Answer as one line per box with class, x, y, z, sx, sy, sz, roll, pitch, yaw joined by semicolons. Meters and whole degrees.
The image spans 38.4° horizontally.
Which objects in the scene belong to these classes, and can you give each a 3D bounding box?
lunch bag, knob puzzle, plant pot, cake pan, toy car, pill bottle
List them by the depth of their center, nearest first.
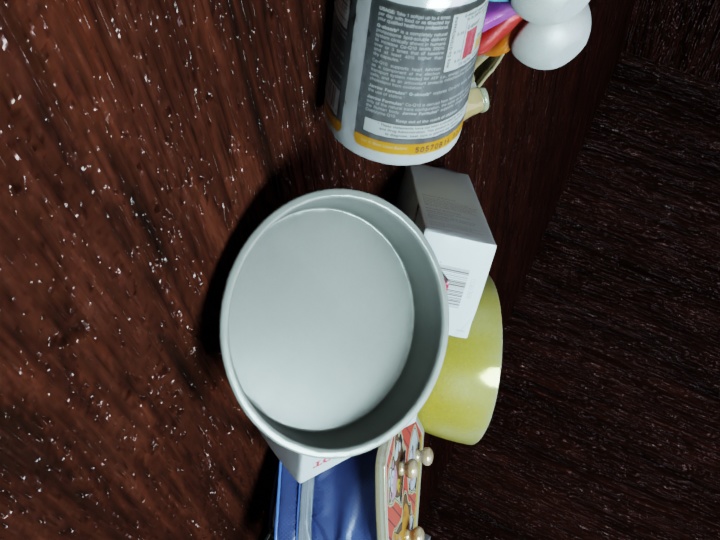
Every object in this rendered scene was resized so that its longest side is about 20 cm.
pill bottle;0.036;-0.189;0.764;0.117;0.115;0.202;-54;161;-45
cake pan;-0.022;0.040;0.796;0.037;0.199;0.203;2;-115;61
toy car;0.116;-0.267;0.941;0.148;0.177;0.200;-30;164;0
knob puzzle;0.048;0.222;1.059;0.219;0.030;0.225;1;90;-76
lunch bag;-0.027;0.234;1.085;0.136;0.130;0.204;52;41;-69
plant pot;0.068;0.096;1.209;0.200;0.139;0.205;-175;-90;-80

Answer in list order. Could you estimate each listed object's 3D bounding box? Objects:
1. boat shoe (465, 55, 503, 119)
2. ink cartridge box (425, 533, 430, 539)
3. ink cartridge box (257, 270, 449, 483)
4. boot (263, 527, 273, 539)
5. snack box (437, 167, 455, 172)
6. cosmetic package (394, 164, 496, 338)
boat shoe;0.103;-0.189;1.110;0.072;0.075;0.202;88;27;-60
ink cartridge box;0.081;0.673;2.332;0.147;0.083;0.200;-69;166;6
ink cartridge box;-0.012;0.076;0.930;0.146;0.086;0.202;-23;141;-27
boot;-0.113;0.365;1.129;0.203;0.072;0.150;-66;167;14
snack box;0.074;-0.031;1.323;0.116;0.037;0.203;-20;130;-73
cosmetic package;0.081;-0.028;1.118;0.201;0.080;0.115;-101;-156;-65
